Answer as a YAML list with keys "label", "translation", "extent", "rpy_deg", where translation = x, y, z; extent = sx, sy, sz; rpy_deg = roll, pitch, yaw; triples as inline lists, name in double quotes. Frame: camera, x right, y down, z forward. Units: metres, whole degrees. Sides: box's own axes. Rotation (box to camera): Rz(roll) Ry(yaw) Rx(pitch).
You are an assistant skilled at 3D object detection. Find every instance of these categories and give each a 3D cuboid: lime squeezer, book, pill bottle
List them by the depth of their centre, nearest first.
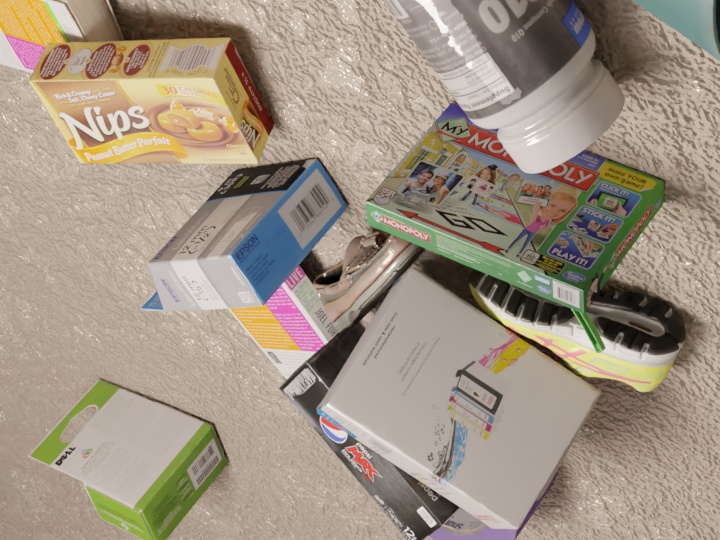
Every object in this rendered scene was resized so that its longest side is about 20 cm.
- label: "pill bottle"
  translation: [0.100, -0.177, 1.249]
  extent: [0.201, 0.114, 0.113]
  rpy_deg: [51, 147, -17]
- label: "lime squeezer"
  translation: [0.130, -0.012, 1.406]
  extent: [0.199, 0.071, 0.038]
  rpy_deg: [32, 133, -10]
- label: "book"
  translation: [-0.319, -0.242, 1.669]
  extent: [0.199, 0.048, 0.134]
  rpy_deg: [19, 147, 32]
- label: "book"
  translation: [-0.076, 0.046, 1.761]
  extent: [0.133, 0.048, 0.201]
  rpy_deg: [4, 135, 53]

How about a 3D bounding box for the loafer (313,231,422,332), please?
- label: "loafer"
  translation: [0.000, 0.000, 1.619]
  extent: [0.063, 0.072, 0.200]
  rpy_deg: [47, 152, 5]

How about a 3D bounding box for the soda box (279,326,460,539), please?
- label: "soda box"
  translation: [0.019, 0.157, 1.625]
  extent: [0.200, 0.071, 0.063]
  rpy_deg: [50, 142, 3]

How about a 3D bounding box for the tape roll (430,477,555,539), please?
- label: "tape roll"
  translation: [0.093, 0.187, 1.728]
  extent: [0.199, 0.085, 0.201]
  rpy_deg: [28, 147, 20]

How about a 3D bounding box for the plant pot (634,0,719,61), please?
- label: "plant pot"
  translation: [0.202, -0.242, 0.996]
  extent: [0.160, 0.200, 0.202]
  rpy_deg: [35, 150, 30]

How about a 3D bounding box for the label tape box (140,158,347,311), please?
- label: "label tape box"
  translation: [-0.128, -0.032, 1.640]
  extent: [0.199, 0.144, 0.066]
  rpy_deg: [-2, 130, 48]

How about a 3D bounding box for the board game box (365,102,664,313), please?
- label: "board game box"
  translation: [0.122, -0.053, 1.356]
  extent: [0.199, 0.135, 0.029]
  rpy_deg: [23, 144, 26]

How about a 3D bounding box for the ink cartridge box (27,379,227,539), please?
- label: "ink cartridge box"
  translation: [-0.290, 0.235, 2.136]
  extent: [0.199, 0.148, 0.076]
  rpy_deg: [18, 143, 33]

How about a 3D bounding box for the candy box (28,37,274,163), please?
- label: "candy box"
  translation: [-0.193, -0.155, 1.585]
  extent: [0.198, 0.056, 0.116]
  rpy_deg: [3, 142, 25]

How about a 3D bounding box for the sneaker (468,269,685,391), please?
- label: "sneaker"
  translation: [0.180, 0.051, 1.477]
  extent: [0.199, 0.078, 0.091]
  rpy_deg: [26, 147, 23]

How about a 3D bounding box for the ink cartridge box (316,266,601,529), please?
- label: "ink cartridge box"
  translation: [0.083, 0.117, 1.519]
  extent: [0.199, 0.145, 0.147]
  rpy_deg: [33, 171, -1]
